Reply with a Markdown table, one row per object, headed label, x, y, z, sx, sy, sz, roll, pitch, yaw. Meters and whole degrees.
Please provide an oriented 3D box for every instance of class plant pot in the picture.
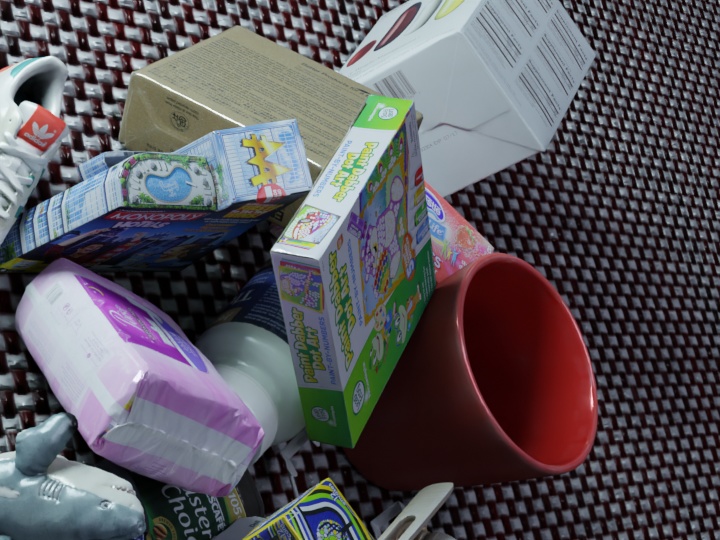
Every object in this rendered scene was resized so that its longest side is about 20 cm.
| label | x | y | z | sx | sy | sz | roll | pitch | yaw |
| --- | --- | --- | --- | --- | --- | --- | --- | --- | --- |
| plant pot | 0.082 | 0.106 | 1.530 | 0.200 | 0.177 | 0.201 | 29 | 49 | -40 |

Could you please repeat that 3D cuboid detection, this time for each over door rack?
| label | x | y | z | sx | sy | sz | roll | pitch | yaw |
| --- | --- | --- | --- | --- | --- | --- | --- | --- | --- |
| over door rack | -0.015 | 0.252 | 1.421 | 0.148 | 0.067 | 0.200 | 43 | 28 | -38 |

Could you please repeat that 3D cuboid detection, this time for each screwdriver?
| label | x | y | z | sx | sy | sz | roll | pitch | yaw |
| --- | --- | --- | --- | --- | --- | --- | --- | --- | --- |
| screwdriver | -0.136 | 0.213 | 1.157 | 0.028 | 0.029 | 0.200 | 1 | 53 | -46 |

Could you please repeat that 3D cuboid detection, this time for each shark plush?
| label | x | y | z | sx | sy | sz | roll | pitch | yaw |
| --- | --- | --- | --- | --- | --- | --- | --- | --- | --- |
| shark plush | -0.243 | 0.158 | 1.107 | 0.200 | 0.091 | 0.083 | -6 | 48 | -21 |

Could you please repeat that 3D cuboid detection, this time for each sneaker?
| label | x | y | z | sx | sy | sz | roll | pitch | yaw |
| --- | --- | --- | --- | --- | --- | --- | --- | --- | --- |
| sneaker | -0.266 | -0.081 | 1.272 | 0.070 | 0.093 | 0.200 | 39 | 43 | -31 |

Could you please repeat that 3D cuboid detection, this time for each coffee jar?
| label | x | y | z | sx | sy | sz | roll | pitch | yaw |
| --- | --- | --- | --- | --- | --- | --- | --- | --- | --- |
| coffee jar | -0.157 | 0.189 | 1.263 | 0.200 | 0.085 | 0.104 | -31 | 95 | -54 |

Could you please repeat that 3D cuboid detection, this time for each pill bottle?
| label | x | y | z | sx | sy | sz | roll | pitch | yaw |
| --- | --- | --- | --- | --- | --- | --- | --- | --- | --- |
| pill bottle | -0.073 | 0.072 | 1.412 | 0.111 | 0.111 | 0.200 | 55 | 37 | -14 |

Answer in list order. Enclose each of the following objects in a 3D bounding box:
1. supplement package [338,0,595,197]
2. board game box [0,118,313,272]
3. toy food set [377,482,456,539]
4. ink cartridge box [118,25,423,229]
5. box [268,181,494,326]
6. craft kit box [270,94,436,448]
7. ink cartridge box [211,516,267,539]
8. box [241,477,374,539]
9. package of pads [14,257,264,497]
| label | x | y | z | sx | sy | sz | roll | pitch | yaw |
| --- | --- | --- | --- | --- | --- | --- | --- | --- | --- |
| supplement package | 0.094 | -0.186 | 1.700 | 0.147 | 0.191 | 0.200 | 54 | 37 | -17 |
| board game box | -0.147 | -0.057 | 1.318 | 0.200 | 0.200 | 0.062 | 0 | 71 | -52 |
| toy food set | 0.044 | 0.278 | 1.306 | 0.144 | 0.060 | 0.200 | -42 | 130 | -52 |
| ink cartridge box | -0.074 | -0.119 | 1.461 | 0.200 | 0.075 | 0.165 | 28 | 32 | 20 |
| box | 0.023 | -0.029 | 1.604 | 0.200 | 0.095 | 0.103 | 43 | 41 | -28 |
| craft kit box | 0.000 | 0.000 | 1.353 | 0.200 | 0.048 | 0.198 | 80 | 31 | -41 |
| ink cartridge box | -0.075 | 0.298 | 1.243 | 0.147 | 0.083 | 0.200 | -34 | 123 | -53 |
| box | 0.001 | 0.245 | 1.162 | 0.200 | 0.070 | 0.064 | 54 | 36 | 1 |
| package of pads | -0.163 | 0.076 | 1.244 | 0.120 | 0.076 | 0.200 | 31 | 7 | -37 |
